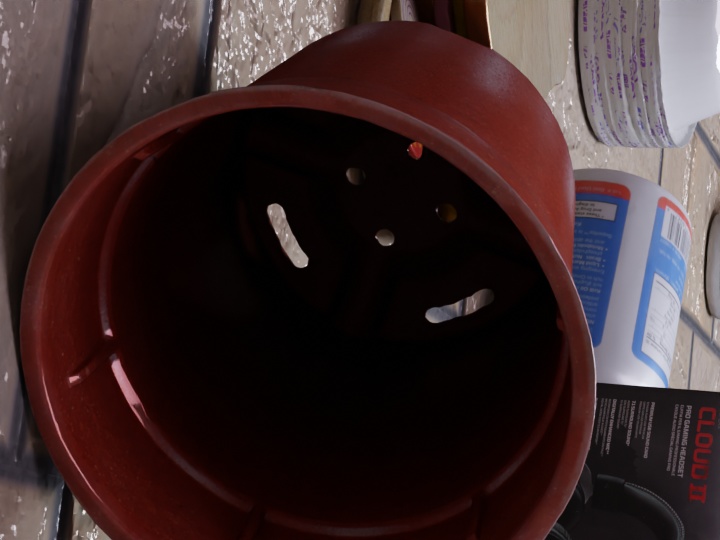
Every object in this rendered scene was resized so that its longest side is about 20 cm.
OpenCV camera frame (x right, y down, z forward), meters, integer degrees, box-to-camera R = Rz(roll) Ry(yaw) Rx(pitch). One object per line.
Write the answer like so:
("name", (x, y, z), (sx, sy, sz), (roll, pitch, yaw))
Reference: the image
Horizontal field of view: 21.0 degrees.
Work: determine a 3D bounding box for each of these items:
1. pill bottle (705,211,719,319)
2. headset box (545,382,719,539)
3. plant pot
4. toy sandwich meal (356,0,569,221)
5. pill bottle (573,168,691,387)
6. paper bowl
("pill bottle", (0.451, -0.001, 1.925), (0.113, 0.199, 0.113), (2, 90, -70))
("headset box", (0.129, 0.142, 1.072), (0.077, 0.199, 0.149), (55, 43, -59))
("plant pot", (0.000, 0.000, 0.739), (0.195, 0.200, 0.202), (-59, 147, -65))
("toy sandwich meal", (0.058, -0.105, 1.032), (0.205, 0.070, 0.206), (3, 90, -70))
("pill bottle", (0.141, 0.046, 1.219), (0.112, 0.112, 0.201), (63, 36, -53))
("paper bowl", (0.235, -0.191, 1.456), (0.201, 0.104, 0.202), (4, 90, -70))
